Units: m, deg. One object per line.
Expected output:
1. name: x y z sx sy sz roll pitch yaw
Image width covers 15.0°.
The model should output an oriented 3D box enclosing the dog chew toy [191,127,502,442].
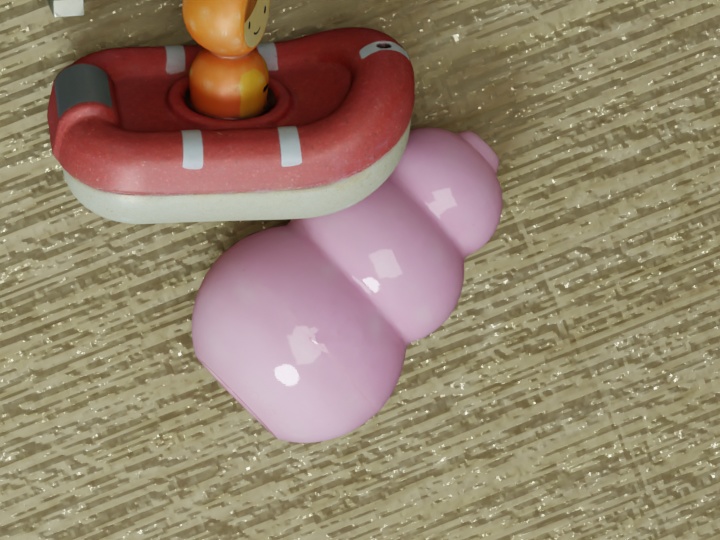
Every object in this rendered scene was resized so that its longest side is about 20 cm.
1. dog chew toy: 0.000 0.000 1.537 0.200 0.124 0.125 -46 106 -6

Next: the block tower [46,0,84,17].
1. block tower: -0.149 -0.242 1.482 0.057 0.054 0.201 -3 104 -8

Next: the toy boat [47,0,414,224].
1. toy boat: -0.069 -0.107 1.480 0.199 0.131 0.131 -3 123 -10
